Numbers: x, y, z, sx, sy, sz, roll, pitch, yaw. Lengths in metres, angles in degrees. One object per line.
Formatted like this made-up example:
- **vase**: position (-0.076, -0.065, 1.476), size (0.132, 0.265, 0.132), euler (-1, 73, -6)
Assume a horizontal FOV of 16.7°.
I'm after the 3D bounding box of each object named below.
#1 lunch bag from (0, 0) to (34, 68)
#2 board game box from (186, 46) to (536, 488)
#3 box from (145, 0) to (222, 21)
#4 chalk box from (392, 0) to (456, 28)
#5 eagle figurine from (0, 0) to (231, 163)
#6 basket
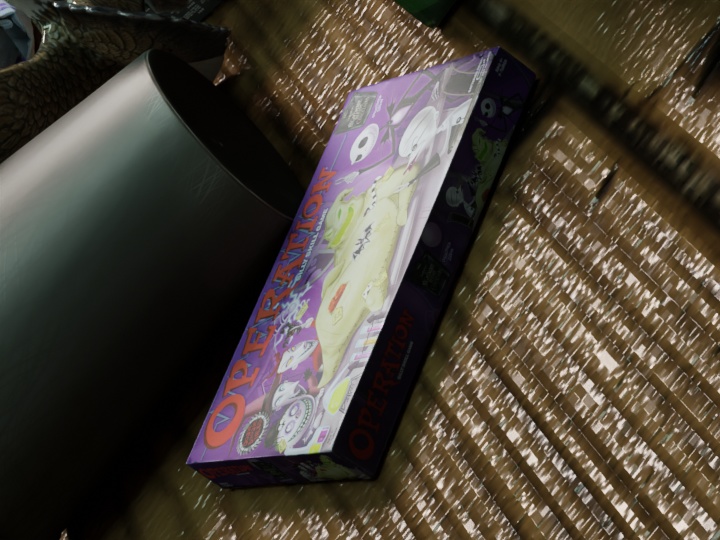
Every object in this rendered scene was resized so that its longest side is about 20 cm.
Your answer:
- **lunch bag**: position (-0.302, -0.125, 1.622), size (0.200, 0.127, 0.170), euler (-44, 30, 8)
- **board game box**: position (0.000, 0.000, 1.079), size (0.120, 0.032, 0.201), euler (-17, 46, 58)
- **box**: position (-0.057, -0.247, 1.436), size (0.200, 0.043, 0.161), euler (-38, 32, 32)
- **chalk box**: position (0.034, -0.244, 1.188), size (0.201, 0.124, 0.124), euler (-54, 26, 7)
- **eagle figurine**: position (-0.143, -0.115, 1.263), size (0.201, 0.150, 0.153), euler (-92, 8, -56)
- **basket**: position (-0.132, 0.001, 1.180), size (0.200, 0.136, 0.181), euler (-43, 55, 12)
